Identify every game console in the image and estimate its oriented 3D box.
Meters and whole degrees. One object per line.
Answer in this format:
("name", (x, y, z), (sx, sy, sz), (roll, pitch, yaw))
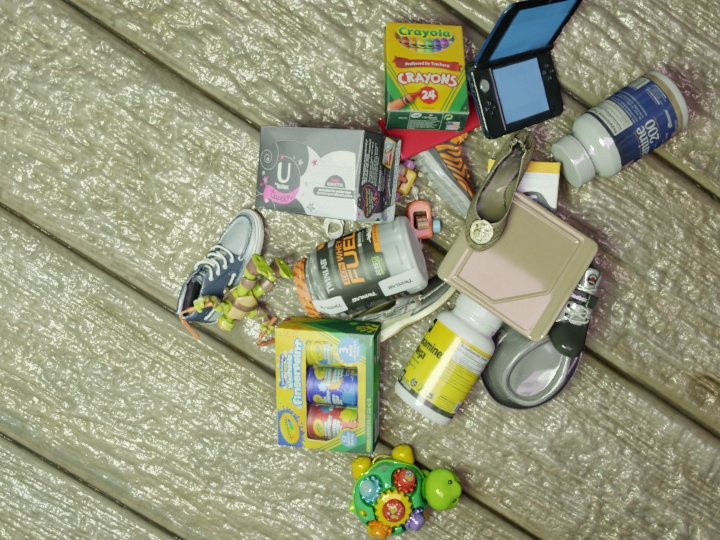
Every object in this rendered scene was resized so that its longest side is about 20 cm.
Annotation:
("game console", (0.269, -0.314, 1.116), (0.198, 0.117, 0.174), (-23, 100, -34))

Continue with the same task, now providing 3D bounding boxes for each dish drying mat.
("dish drying mat", (0.130, -0.241, 1.145), (0.197, 0.018, 0.078), (-25, 78, -15))

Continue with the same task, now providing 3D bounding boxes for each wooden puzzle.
("wooden puzzle", (0.248, -0.016, 1.160), (0.198, 0.037, 0.187), (33, 87, 8))

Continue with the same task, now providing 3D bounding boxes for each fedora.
("fedora", (0.294, 0.149, 1.226), (0.199, 0.090, 0.177), (-42, 97, 2))

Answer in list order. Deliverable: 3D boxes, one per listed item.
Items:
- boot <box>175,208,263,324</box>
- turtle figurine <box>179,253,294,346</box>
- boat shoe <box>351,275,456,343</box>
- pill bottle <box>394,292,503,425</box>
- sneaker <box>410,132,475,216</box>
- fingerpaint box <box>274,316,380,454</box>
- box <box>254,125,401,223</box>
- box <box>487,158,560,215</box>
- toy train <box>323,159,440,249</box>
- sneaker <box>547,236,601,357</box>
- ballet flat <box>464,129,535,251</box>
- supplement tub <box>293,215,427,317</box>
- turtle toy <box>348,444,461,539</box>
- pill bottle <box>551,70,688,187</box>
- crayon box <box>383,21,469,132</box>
("boot", (-0.224, -0.006, 1.171), (0.072, 0.090, 0.203), (24, 95, 21))
("turtle figurine", (-0.177, 0.047, 1.160), (0.198, 0.065, 0.161), (22, 120, -42))
("boat shoe", (0.074, 0.054, 1.212), (0.198, 0.073, 0.065), (-35, 102, 1))
("pill bottle", (0.150, 0.142, 1.207), (0.111, 0.112, 0.202), (31, 93, -6))
("sneaker", (0.157, -0.186, 1.188), (0.112, 0.077, 0.200), (-46, 110, -11))
("fingerpaint box", (-0.052, 0.187, 1.193), (0.163, 0.073, 0.205), (4, 103, 12))
("box", (-0.053, -0.147, 1.115), (0.197, 0.114, 0.135), (10, 98, 34))
("box", (0.264, -0.079, 1.210), (0.116, 0.041, 0.205), (5, 99, 14))
("toy train", (0.037, -0.108, 1.200), (0.195, 0.056, 0.154), (0, 96, -3))
("sneaker", (0.346, 0.036, 1.172), (0.073, 0.089, 0.204), (13, 65, -11))
("ballet flat", (0.217, -0.127, 1.132), (0.066, 0.046, 0.203), (27, 89, 11))
("supplement tub", (0.000, 0.000, 1.166), (0.197, 0.123, 0.125), (-20, 97, 13))
("turtle toy", (0.074, 0.381, 1.235), (0.196, 0.101, 0.149), (-15, 97, -1))
("pill bottle", (0.415, -0.223, 1.179), (0.198, 0.111, 0.112), (-33, 97, 1))
("crayon box", (0.098, -0.315, 1.136), (0.124, 0.051, 0.204), (1, 65, -4))
